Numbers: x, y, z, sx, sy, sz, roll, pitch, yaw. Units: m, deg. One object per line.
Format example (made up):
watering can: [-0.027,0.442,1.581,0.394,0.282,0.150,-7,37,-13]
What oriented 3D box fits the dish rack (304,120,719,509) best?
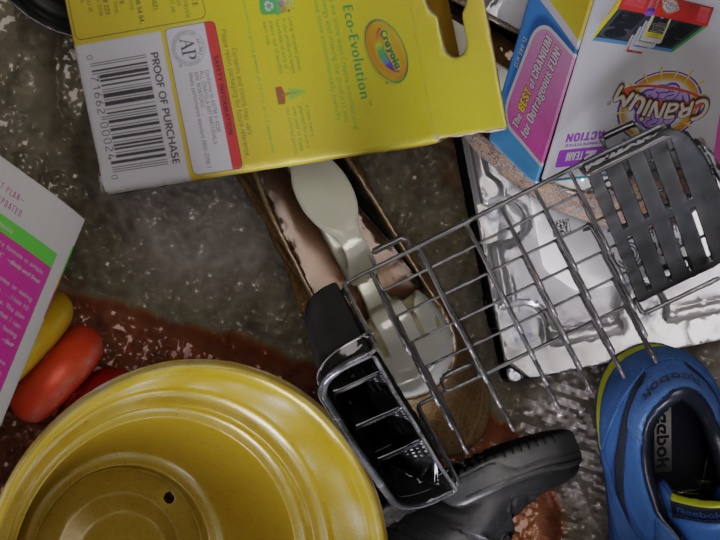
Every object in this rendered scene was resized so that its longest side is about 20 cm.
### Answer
dish rack: [0.078,0.017,1.303,0.200,0.153,0.055,-27,60,2]

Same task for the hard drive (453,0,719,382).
hard drive: [0.116,-0.057,1.411,0.139,0.038,0.201,-10,91,-4]

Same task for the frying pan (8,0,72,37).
frying pan: [-0.129,-0.199,1.396,0.114,0.031,0.191,-6,79,-9]

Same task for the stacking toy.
stacking toy: [-0.170,0.024,1.370,0.085,0.085,0.200,-45,97,-4]

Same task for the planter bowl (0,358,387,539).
planter bowl: [-0.093,0.136,1.326,0.200,0.083,0.201,-3,95,-28]

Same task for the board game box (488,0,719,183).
board game box: [0.150,-0.137,1.276,0.153,0.040,0.201,-6,125,-33]

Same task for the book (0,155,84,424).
book: [-0.209,0.031,1.274,0.133,0.048,0.201,34,60,-26]

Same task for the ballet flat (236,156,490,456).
ballet flat: [0.000,0.000,1.383,0.068,0.072,0.200,-28,92,-6]

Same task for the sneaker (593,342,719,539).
sneaker: [0.152,0.134,1.379,0.066,0.078,0.201,-13,105,-6]

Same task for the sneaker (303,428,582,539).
sneaker: [0.026,0.157,1.392,0.199,0.060,0.105,-23,89,1]

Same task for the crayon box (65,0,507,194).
crayon box: [-0.030,-0.110,1.313,0.199,0.051,0.127,-7,99,23]

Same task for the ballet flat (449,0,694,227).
ballet flat: [0.073,-0.077,1.356,0.200,0.067,0.068,28,88,-4]
